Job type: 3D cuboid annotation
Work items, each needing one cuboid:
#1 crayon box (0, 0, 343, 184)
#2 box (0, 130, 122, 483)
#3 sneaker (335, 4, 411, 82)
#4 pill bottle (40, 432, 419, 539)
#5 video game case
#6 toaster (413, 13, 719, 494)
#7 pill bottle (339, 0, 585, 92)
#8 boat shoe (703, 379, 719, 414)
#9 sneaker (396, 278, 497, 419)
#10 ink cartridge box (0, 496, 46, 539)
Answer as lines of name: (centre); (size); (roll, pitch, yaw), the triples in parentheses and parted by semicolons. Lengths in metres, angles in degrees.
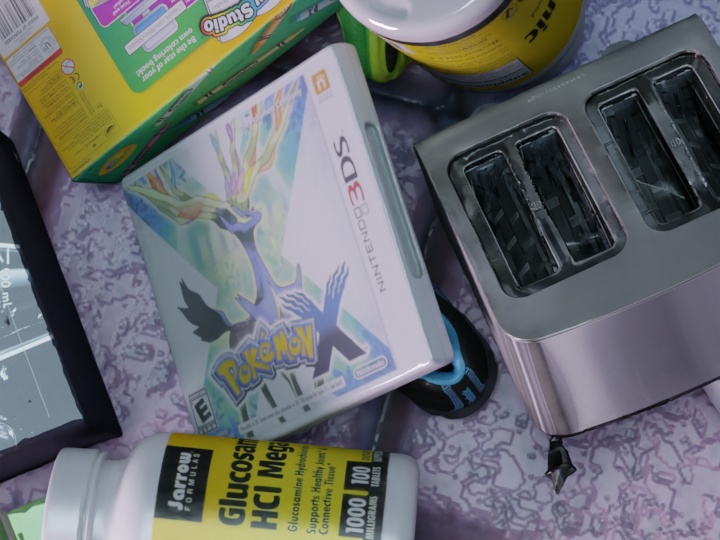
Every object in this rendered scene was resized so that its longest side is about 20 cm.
crayon box: (-0.111, -0.154, 1.224); (0.200, 0.058, 0.119); (-36, 77, 20)
box: (-0.262, 0.034, 1.219); (0.182, 0.104, 0.200); (-23, 80, 1)
sneaker: (-0.021, -0.201, 1.256); (0.083, 0.074, 0.200); (-25, 82, 29)
pill bottle: (-0.070, 0.148, 1.167); (0.199, 0.112, 0.113); (5, 81, 1)
video game case: (-0.047, -0.003, 1.181); (0.200, 0.022, 0.183); (-28, 75, 43)
toaster: (0.141, -0.018, 1.145); (0.180, 0.119, 0.200); (-24, 55, 3)
pill bottle: (0.061, -0.159, 1.159); (0.111, 0.200, 0.112); (-2, 82, 18)
boat shoe: (0.269, 0.103, 1.164); (0.068, 0.074, 0.199); (-43, 75, -5)
sneaker: (0.000, 0.000, 1.206); (0.200, 0.082, 0.073); (41, 89, 12)
ink cartridge box: (-0.187, 0.203, 1.213); (0.200, 0.048, 0.146); (-23, 79, 5)
